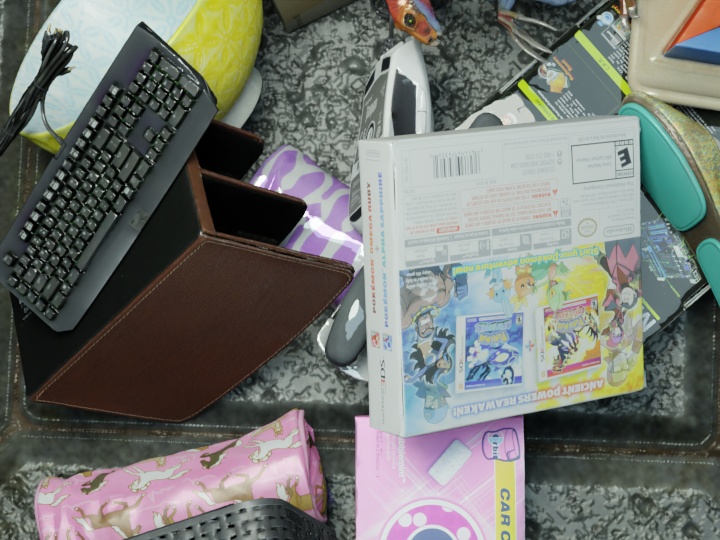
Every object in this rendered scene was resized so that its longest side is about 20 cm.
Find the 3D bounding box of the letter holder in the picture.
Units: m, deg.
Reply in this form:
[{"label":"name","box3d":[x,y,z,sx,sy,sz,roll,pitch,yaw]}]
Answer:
[{"label":"letter holder","box3d":[-0.116,0.005,1.274,0.200,0.142,0.101,-41,51,34]}]

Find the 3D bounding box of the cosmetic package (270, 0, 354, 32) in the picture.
[{"label":"cosmetic package","box3d":[0.019,-0.245,1.320,0.199,0.105,0.071,-26,83,2]}]

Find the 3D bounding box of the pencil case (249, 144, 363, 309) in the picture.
[{"label":"pencil case","box3d":[0.000,0.000,1.312,0.200,0.084,0.086,38,115,7]}]

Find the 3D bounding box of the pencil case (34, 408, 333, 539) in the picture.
[{"label":"pencil case","box3d":[-0.121,0.156,1.296,0.199,0.087,0.083,-16,74,2]}]

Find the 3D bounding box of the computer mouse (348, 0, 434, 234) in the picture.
[{"label":"computer mouse","box3d":[0.029,-0.115,1.284,0.044,0.110,0.201,13,71,-16]}]

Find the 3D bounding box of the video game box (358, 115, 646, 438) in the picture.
[{"label":"video game box","box3d":[0.094,0.000,1.224,0.199,0.047,0.184,-7,98,-32]}]

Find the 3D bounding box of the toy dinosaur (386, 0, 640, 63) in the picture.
[{"label":"toy dinosaur","box3d":[0.093,-0.193,1.261,0.180,0.200,0.106,-3,103,-12]}]

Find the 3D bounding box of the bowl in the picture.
[{"label":"bowl","box3d":[-0.130,-0.137,1.298,0.200,0.200,0.108,-49,121,-2]}]

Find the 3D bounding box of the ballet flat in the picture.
[{"label":"ballet flat","box3d":[0.241,-0.036,1.272,0.070,0.071,0.201,-30,86,0]}]

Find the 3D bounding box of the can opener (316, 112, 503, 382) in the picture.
[{"label":"can opener","box3d":[0.044,-0.016,1.239,0.053,0.067,0.201,35,79,3]}]

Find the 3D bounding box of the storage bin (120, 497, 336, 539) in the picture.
[{"label":"storage bin","box3d":[-0.114,0.228,1.239,0.199,0.135,0.094,-20,65,13]}]

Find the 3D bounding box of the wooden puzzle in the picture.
[{"label":"wooden puzzle","box3d":[0.278,-0.200,1.300,0.184,0.046,0.201,7,74,-8]}]

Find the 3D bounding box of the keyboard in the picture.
[{"label":"keyboard","box3d":[-0.179,-0.070,1.202,0.127,0.021,0.200,42,114,14]}]

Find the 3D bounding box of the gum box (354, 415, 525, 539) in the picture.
[{"label":"gum box","box3d":[0.054,0.186,1.295,0.113,0.066,0.202,-1,85,4]}]

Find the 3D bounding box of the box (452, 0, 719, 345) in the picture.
[{"label":"box","box3d":[0.197,-0.081,1.325,0.193,0.048,0.200,-41,85,1]}]
